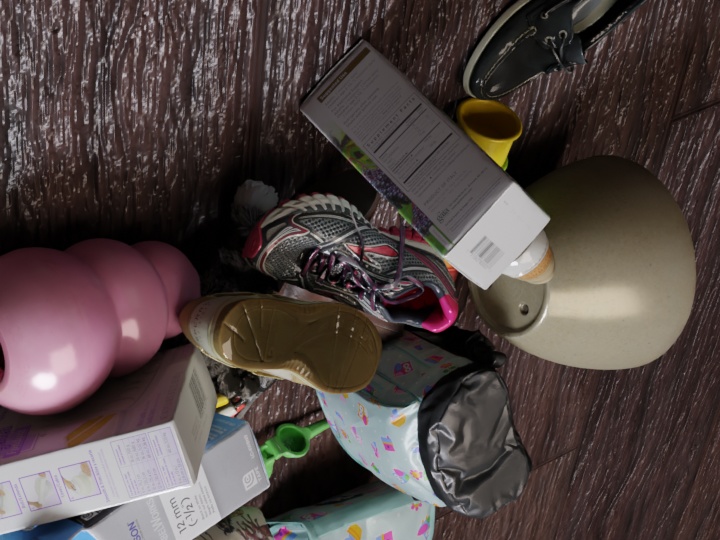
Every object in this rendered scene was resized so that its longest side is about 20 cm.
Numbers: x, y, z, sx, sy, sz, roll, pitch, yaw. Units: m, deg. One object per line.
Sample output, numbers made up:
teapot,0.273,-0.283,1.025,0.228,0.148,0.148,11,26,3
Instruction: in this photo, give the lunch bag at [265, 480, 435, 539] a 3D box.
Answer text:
lunch bag,-0.023,0.292,1.868,0.170,0.122,0.200,-13,143,-36

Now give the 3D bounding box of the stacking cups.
stacking cups,0.084,-0.061,1.644,0.060,0.061,0.200,-15,143,-35

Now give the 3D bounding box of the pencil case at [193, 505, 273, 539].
pencil case,-0.164,0.281,1.692,0.200,0.078,0.090,-13,113,-49

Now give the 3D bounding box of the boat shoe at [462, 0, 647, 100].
boat shoe,0.178,-0.204,1.559,0.199,0.066,0.075,-38,147,-7

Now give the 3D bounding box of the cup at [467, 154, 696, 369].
cup,0.182,0.001,1.672,0.143,0.200,0.201,-9,135,-40

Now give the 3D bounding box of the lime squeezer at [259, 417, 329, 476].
lime squeezer,-0.078,0.180,1.758,0.200,0.038,0.071,-35,146,-12

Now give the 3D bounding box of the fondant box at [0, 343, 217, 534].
fondant box,-0.216,0.130,1.392,0.199,0.144,0.058,-16,109,8

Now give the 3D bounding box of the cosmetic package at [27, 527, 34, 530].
cosmetic package,-0.252,0.238,1.494,0.199,0.105,0.071,10,130,-6

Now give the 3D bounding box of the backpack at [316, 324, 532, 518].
backpack,0.054,0.129,1.696,0.126,0.200,0.167,-24,119,-26

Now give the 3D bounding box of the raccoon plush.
raccoon plush,-0.124,0.027,1.529,0.097,0.134,0.201,26,77,-39

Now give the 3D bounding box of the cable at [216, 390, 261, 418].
cable,-0.091,0.106,1.610,0.199,0.050,0.097,-25,152,12

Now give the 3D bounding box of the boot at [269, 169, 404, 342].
boot,0.000,0.000,1.608,0.186,0.064,0.200,-41,146,23

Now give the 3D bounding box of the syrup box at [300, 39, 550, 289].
syrup box,0.048,-0.085,1.438,0.081,0.200,0.079,-47,146,4

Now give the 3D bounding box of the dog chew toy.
dog chew toy,-0.204,0.032,1.393,0.200,0.124,0.125,-21,142,-43

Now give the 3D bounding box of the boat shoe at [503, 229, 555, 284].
boat shoe,0.091,-0.046,1.521,0.075,0.200,0.068,-45,129,3

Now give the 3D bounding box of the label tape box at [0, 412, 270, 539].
label tape box,-0.192,0.178,1.425,0.200,0.143,0.066,-33,116,-32

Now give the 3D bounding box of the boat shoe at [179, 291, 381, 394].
boat shoe,-0.060,0.050,1.451,0.200,0.066,0.074,21,86,-51

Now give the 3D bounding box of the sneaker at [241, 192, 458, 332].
sneaker,-0.002,-0.004,1.470,0.199,0.075,0.081,12,127,-33
